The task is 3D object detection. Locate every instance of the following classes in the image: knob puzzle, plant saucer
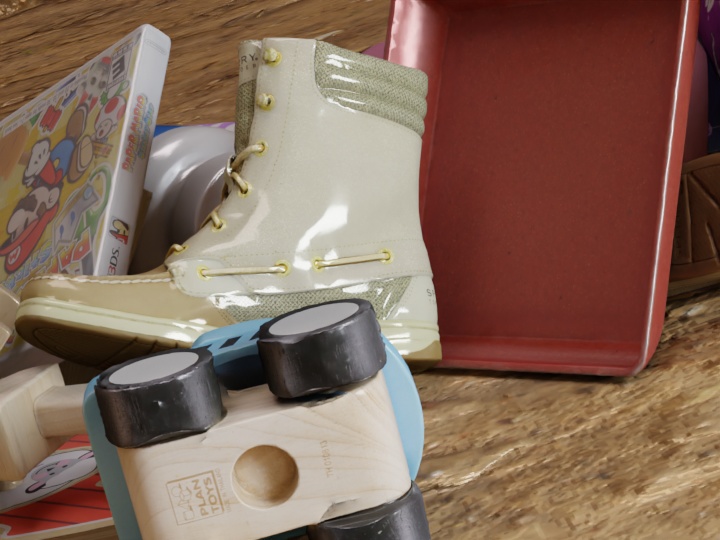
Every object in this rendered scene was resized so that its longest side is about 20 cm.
[{"bbox_3d":[-0.096,0.078,1.049,0.218,0.031,0.220,-16,15,4],"label":"knob puzzle"},{"bbox_3d":[0.081,-0.050,1.063,0.037,0.201,0.199,14,-9,-40],"label":"plant saucer"}]

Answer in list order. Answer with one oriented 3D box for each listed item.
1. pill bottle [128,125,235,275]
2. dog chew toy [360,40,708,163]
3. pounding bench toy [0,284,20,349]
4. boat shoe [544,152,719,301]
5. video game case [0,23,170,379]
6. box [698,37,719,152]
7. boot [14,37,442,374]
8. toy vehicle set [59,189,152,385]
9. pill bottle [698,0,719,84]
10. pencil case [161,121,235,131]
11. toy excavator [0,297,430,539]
[{"bbox_3d":[-0.108,-0.027,1.279,0.112,0.113,0.199,-26,18,-31],"label":"pill bottle"},{"bbox_3d":[0.081,-0.081,1.184,0.198,0.125,0.125,1,17,5],"label":"dog chew toy"},{"bbox_3d":[-0.264,0.069,1.055,0.201,0.124,0.156,-56,7,0],"label":"pounding bench toy"},{"bbox_3d":[0.139,-0.014,1.072,0.072,0.073,0.199,10,-16,-40],"label":"boat shoe"},{"bbox_3d":[-0.180,-0.017,1.195,0.199,0.023,0.183,-26,45,41],"label":"video game case"},{"bbox_3d":[0.252,-0.157,1.285,0.199,0.142,0.079,-13,18,15],"label":"box"},{"bbox_3d":[-0.060,-0.030,1.044,0.199,0.156,0.072,3,-13,-16],"label":"boot"},{"bbox_3d":[-0.192,0.008,1.250,0.026,0.125,0.200,23,-10,-33],"label":"toy vehicle set"},{"bbox_3d":[0.235,-0.112,1.143,0.112,0.113,0.200,-16,32,5],"label":"pill bottle"},{"bbox_3d":[-0.087,-0.050,1.417,0.085,0.084,0.199,27,-13,-34],"label":"pencil case"},{"bbox_3d":[-0.072,0.067,0.932,0.193,0.101,0.200,-16,12,1],"label":"toy excavator"}]
